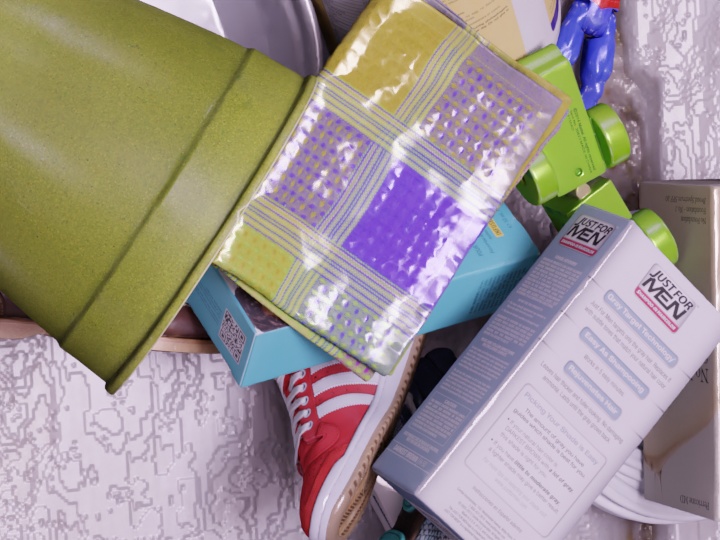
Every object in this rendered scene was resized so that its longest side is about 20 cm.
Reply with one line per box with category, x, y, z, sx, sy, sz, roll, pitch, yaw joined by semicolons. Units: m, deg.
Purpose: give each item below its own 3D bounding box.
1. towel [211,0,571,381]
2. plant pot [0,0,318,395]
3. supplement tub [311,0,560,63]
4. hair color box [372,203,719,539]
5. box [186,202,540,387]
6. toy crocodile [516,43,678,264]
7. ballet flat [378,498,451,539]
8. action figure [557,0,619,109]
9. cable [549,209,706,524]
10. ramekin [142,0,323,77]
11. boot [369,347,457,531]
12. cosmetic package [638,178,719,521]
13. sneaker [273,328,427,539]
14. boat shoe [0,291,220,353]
towel;0.017;-0.052;1.502;0.143;0.023;0.200;37;86;-27
plant pot;-0.156;-0.071;1.415;0.193;0.200;0.201;34;81;-6
supplement tub;0.031;-0.198;1.558;0.145;0.145;0.200;-38;140;-15
hair color box;0.111;0.072;1.543;0.099;0.061;0.200;43;82;-27
box;0.000;0.000;1.581;0.199;0.049;0.082;-16;55;-29
toy crocodile;0.132;-0.041;1.597;0.067;0.062;0.201;-32;114;-14
ballet flat;0.045;0.163;1.594;0.074;0.074;0.201;29;88;-19
action figure;0.154;-0.152;1.676;0.065;0.099;0.201;17;84;-21
cable;0.189;0.060;1.711;0.199;0.069;0.201;-4;95;-21
ramekin;-0.130;-0.119;1.565;0.199;0.105;0.201;-1;93;-20
boot;0.062;0.151;1.664;0.090;0.073;0.201;-30;101;-11
cosmetic package;0.223;0.045;1.631;0.073;0.103;0.201;-2;93;-20
sneaker;-0.032;0.071;1.590;0.112;0.071;0.200;18;48;4
boat shoe;-0.160;0.009;1.577;0.199;0.070;0.071;6;94;-20
